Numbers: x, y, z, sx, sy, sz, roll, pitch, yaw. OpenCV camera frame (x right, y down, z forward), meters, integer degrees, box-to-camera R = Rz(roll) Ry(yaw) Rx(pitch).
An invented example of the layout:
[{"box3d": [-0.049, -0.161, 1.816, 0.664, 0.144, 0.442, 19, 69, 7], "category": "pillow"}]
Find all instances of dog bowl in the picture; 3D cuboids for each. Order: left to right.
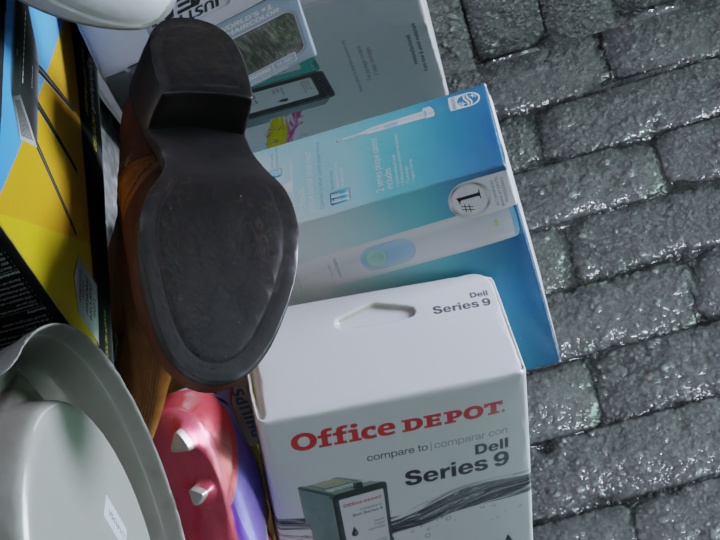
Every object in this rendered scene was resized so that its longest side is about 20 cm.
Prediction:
[{"box3d": [-0.116, 0.124, 0.575, 0.200, 0.058, 0.203, -15, 90, -83], "category": "dog bowl"}]

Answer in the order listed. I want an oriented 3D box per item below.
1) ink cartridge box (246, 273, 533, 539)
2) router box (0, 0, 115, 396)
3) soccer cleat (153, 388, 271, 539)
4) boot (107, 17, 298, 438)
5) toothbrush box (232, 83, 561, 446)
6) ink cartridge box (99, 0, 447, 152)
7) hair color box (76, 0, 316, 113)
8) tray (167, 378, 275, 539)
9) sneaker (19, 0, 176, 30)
[{"box3d": [0.018, 0.114, 0.857, 0.084, 0.144, 0.202, -106, -174, -51], "category": "ink cartridge box"}, {"box3d": [-0.157, -0.064, 0.658, 0.150, 0.050, 0.202, 67, 10, -52], "category": "router box"}, {"box3d": [-0.065, 0.158, 0.812, 0.076, 0.066, 0.202, -32, 107, -60], "category": "soccer cleat"}, {"box3d": [-0.093, 0.021, 0.686, 0.201, 0.068, 0.190, 115, -35, -45], "category": "boot"}, {"box3d": [0.000, 0.000, 0.880, 0.086, 0.198, 0.147, -95, 168, -52], "category": "toothbrush box"}, {"box3d": [-0.065, -0.176, 0.955, 0.146, 0.198, 0.148, 63, 14, -64], "category": "ink cartridge box"}, {"box3d": [-0.109, -0.172, 0.761, 0.201, 0.098, 0.061, 62, -4, 28], "category": "hair color box"}, {"box3d": [-0.095, 0.087, 0.896, 0.099, 0.037, 0.202, -91, 165, -64], "category": "tray"}, {"box3d": [-0.142, -0.174, 0.598, 0.200, 0.080, 0.071, 41, 30, -22], "category": "sneaker"}]
